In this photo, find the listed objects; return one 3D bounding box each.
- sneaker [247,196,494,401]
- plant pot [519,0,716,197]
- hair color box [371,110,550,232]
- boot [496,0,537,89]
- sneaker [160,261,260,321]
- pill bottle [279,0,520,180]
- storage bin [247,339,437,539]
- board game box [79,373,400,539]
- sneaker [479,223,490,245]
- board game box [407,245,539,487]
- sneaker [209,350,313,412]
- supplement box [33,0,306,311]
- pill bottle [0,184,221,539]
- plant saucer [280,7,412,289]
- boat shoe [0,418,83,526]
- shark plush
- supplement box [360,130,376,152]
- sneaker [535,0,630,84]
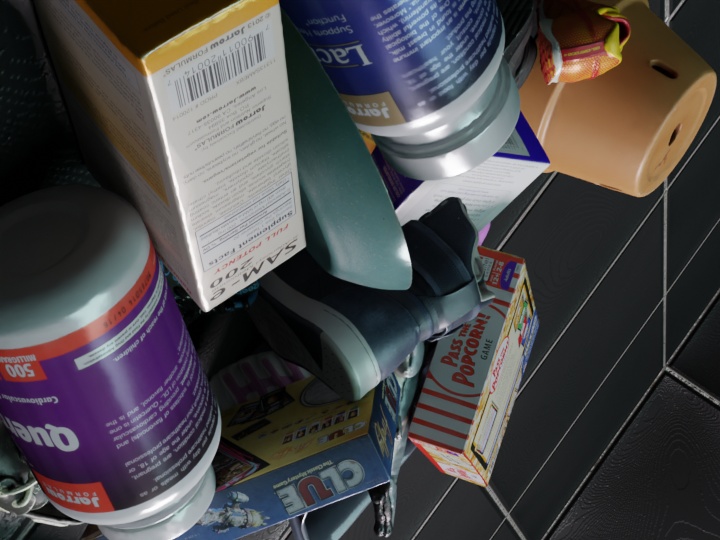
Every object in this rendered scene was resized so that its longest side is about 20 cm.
[{"bbox_3d":[0.001,0.002,0.876,0.146,0.202,0.077,-35,124,-18],"label":"sneaker"},{"bbox_3d":[0.249,-0.165,1.252,0.200,0.139,0.201,-45,156,-27],"label":"plant pot"},{"bbox_3d":[0.031,-0.044,0.953,0.109,0.065,0.200,2,141,-45],"label":"hair color box"},{"bbox_3d":[0.083,-0.131,1.057,0.200,0.070,0.132,-49,163,-6],"label":"boot"},{"bbox_3d":[-0.111,0.002,0.811,0.200,0.082,0.073,-47,157,-20],"label":"sneaker"},{"bbox_3d":[0.016,-0.150,0.739,0.116,0.115,0.200,-49,136,-14],"label":"pill bottle"},{"bbox_3d":[-0.027,0.113,1.077,0.200,0.134,0.146,-46,157,-20],"label":"storage bin"},{"bbox_3d":[-0.073,0.125,0.836,0.198,0.035,0.136,-22,-165,12],"label":"board game box"},{"bbox_3d":[0.064,-0.020,1.176,0.115,0.072,0.200,-66,167,15],"label":"sneaker"},{"bbox_3d":[0.095,0.082,1.028,0.200,0.046,0.153,58,50,-71],"label":"board game box"},{"bbox_3d":[-0.091,0.111,0.953,0.198,0.081,0.088,-23,177,13],"label":"sneaker"},{"bbox_3d":[-0.095,-0.090,0.643,0.073,0.126,0.201,-33,152,-18],"label":"supplement box"},{"bbox_3d":[-0.144,0.060,0.715,0.112,0.112,0.201,-42,135,-29],"label":"pill bottle"},{"bbox_3d":[-0.037,-0.069,0.736,0.036,0.201,0.201,-29,153,-9],"label":"plant saucer"},{"bbox_3d":[-0.208,0.110,0.786,0.071,0.063,0.200,-51,158,-8],"label":"boat shoe"},{"bbox_3d":[0.033,0.100,0.958,0.083,0.090,0.202,-11,97,-52],"label":"shark plush"},{"bbox_3d":[0.019,-0.170,0.862,0.201,0.066,0.069,-58,158,8],"label":"supplement box"},{"bbox_3d":[0.186,-0.194,1.087,0.200,0.076,0.074,-79,161,-67],"label":"sneaker"}]
